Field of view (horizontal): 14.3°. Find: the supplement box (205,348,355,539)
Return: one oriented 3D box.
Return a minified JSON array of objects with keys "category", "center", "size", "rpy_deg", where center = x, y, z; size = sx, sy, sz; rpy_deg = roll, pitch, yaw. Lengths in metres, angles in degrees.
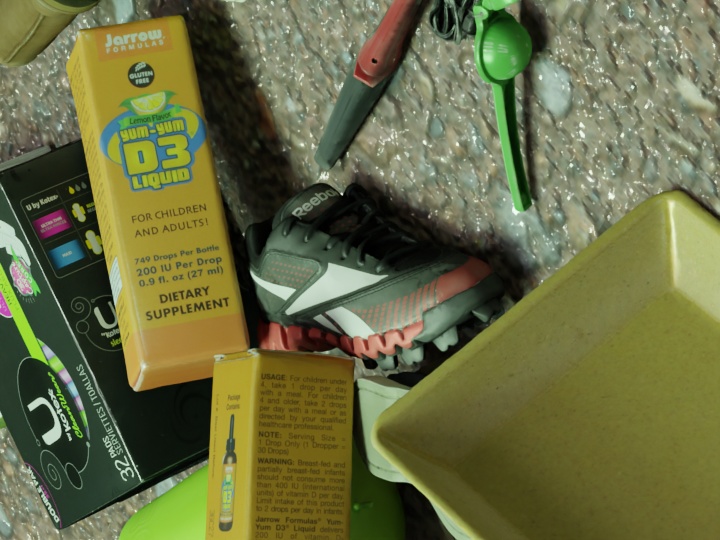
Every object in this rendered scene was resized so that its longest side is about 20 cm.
[{"category":"supplement box","center":[-0.044,0.144,1.530],"size":[0.066,0.068,0.201],"rpy_deg":[170,102,-65]}]

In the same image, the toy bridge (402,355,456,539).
[{"category":"toy bridge","center":[0.074,0.141,1.580],"size":[0.200,0.027,0.067],"rpy_deg":[58,145,10]}]

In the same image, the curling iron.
[{"category":"curling iron","center":[0.014,-0.105,1.519],"size":[0.050,0.025,0.200],"rpy_deg":[61,146,13]}]

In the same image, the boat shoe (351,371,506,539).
[{"category":"boat shoe","center":[0.060,0.092,1.467],"size":[0.199,0.066,0.075],"rpy_deg":[-166,69,-67]}]

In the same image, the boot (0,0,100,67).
[{"category":"boot","center":[-0.155,-0.207,1.629],"size":[0.066,0.176,0.200],"rpy_deg":[34,169,-10]}]

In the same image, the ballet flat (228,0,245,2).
[{"category":"ballet flat","center":[-0.068,-0.185,1.553],"size":[0.067,0.067,0.200],"rpy_deg":[49,143,1]}]

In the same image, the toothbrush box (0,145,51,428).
[{"category":"toothbrush box","center":[-0.246,0.025,1.891],"size":[0.200,0.086,0.146],"rpy_deg":[-28,86,54]}]

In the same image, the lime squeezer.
[{"category":"lime squeezer","center":[0.088,-0.116,1.417],"size":[0.070,0.038,0.200],"rpy_deg":[26,136,2]}]

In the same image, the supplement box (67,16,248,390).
[{"category":"supplement box","center":[-0.115,-0.039,1.627],"size":[0.069,0.066,0.201],"rpy_deg":[118,140,-73]}]

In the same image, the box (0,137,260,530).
[{"category":"box","center":[-0.152,0.030,1.729],"size":[0.201,0.124,0.148],"rpy_deg":[63,149,4]}]

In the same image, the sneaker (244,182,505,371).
[{"category":"sneaker","center":[0.000,0.000,1.559],"size":[0.200,0.071,0.098],"rpy_deg":[-2,110,55]}]

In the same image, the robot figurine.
[{"category":"robot figurine","center":[-0.059,0.162,1.654],"size":[0.200,0.176,0.116],"rpy_deg":[-33,104,26]}]

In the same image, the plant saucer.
[{"category":"plant saucer","center":[0.140,0.083,1.329],"size":[0.200,0.200,0.049],"rpy_deg":[41,162,36]}]
